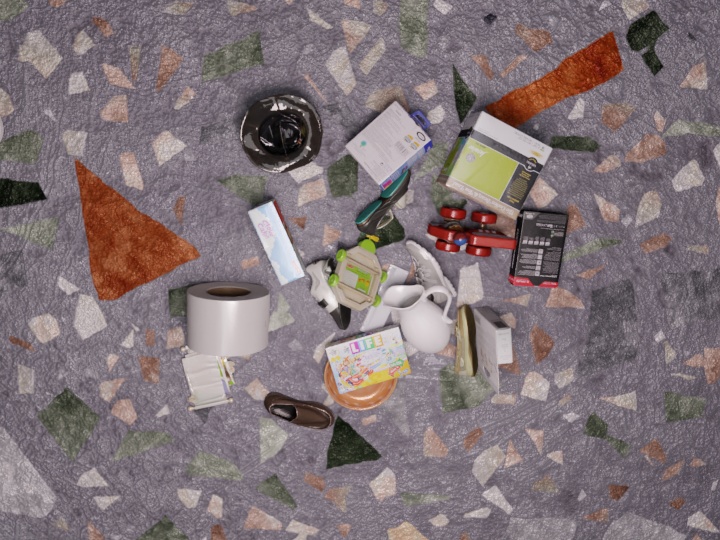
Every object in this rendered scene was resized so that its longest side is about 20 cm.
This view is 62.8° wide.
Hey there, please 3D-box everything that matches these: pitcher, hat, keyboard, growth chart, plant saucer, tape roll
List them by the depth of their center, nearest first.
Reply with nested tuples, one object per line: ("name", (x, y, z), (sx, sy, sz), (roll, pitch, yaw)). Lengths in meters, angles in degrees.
("hat", (-0.195, -0.336, 1.446), (0.200, 0.081, 0.201), (-3, 105, -12))
("tape roll", (-0.329, 0.117, 1.466), (0.202, 0.203, 0.139), (4, 101, -5))
("pitcher", (0.175, 0.118, 1.511), (0.171, 0.121, 0.200), (-12, 131, 29))
("keyboard", (0.063, 0.083, 1.585), (0.056, 0.011, 0.200), (23, 100, -13))
("growth chart", (-0.406, 0.278, 1.587), (0.144, 0.018, 0.200), (-6, 102, -3))
("plant saucer", (0.001, 0.281, 1.606), (0.200, 0.037, 0.201), (-1, 102, -4))

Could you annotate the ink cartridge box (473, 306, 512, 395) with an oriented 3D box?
("ink cartridge box", (0.343, 0.204, 1.531), (0.043, 0.200, 0.174), (-7, 102, -3))

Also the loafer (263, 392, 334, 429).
("loafer", (-0.168, 0.393, 1.600), (0.200, 0.071, 0.073), (16, 100, -7))

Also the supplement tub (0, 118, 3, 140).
("supplement tub", (-0.921, -0.328, 1.333), (0.144, 0.200, 0.145), (-1, 101, -4))

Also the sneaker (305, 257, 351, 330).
("sneaker", (-0.085, 0.065, 1.545), (0.088, 0.074, 0.200), (-10, 107, 25))

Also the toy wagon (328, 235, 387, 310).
("toy wagon", (0.000, 0.000, 1.520), (0.155, 0.040, 0.200), (27, 69, -32))

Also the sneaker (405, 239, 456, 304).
("sneaker", (0.170, 0.009, 1.541), (0.082, 0.075, 0.200), (-36, 102, 2))

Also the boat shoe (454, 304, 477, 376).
("boat shoe", (0.275, 0.191, 1.594), (0.063, 0.073, 0.201), (0, 109, 27))

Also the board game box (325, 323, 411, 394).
("board game box", (0.021, 0.234, 1.562), (0.200, 0.034, 0.135), (-17, 102, -1))

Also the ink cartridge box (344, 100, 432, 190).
("ink cartridge box", (0.084, -0.315, 1.452), (0.200, 0.076, 0.136), (-41, 82, 7))

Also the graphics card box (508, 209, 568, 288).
("graphics card box", (0.470, -0.058, 1.562), (0.125, 0.051, 0.200), (4, 102, -4))

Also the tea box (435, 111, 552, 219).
("tea box", (0.327, -0.259, 1.468), (0.200, 0.134, 0.197), (26, 98, -8))

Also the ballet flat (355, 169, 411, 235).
("ballet flat", (0.069, -0.169, 1.503), (0.200, 0.068, 0.068), (-47, 119, -3))

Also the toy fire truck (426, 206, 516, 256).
("toy fire truck", (0.274, -0.091, 1.481), (0.200, 0.168, 0.112), (7, 101, -6))

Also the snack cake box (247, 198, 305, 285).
("snack cake box", (-0.207, -0.074, 1.479), (0.067, 0.115, 0.200), (-23, 102, 1))
